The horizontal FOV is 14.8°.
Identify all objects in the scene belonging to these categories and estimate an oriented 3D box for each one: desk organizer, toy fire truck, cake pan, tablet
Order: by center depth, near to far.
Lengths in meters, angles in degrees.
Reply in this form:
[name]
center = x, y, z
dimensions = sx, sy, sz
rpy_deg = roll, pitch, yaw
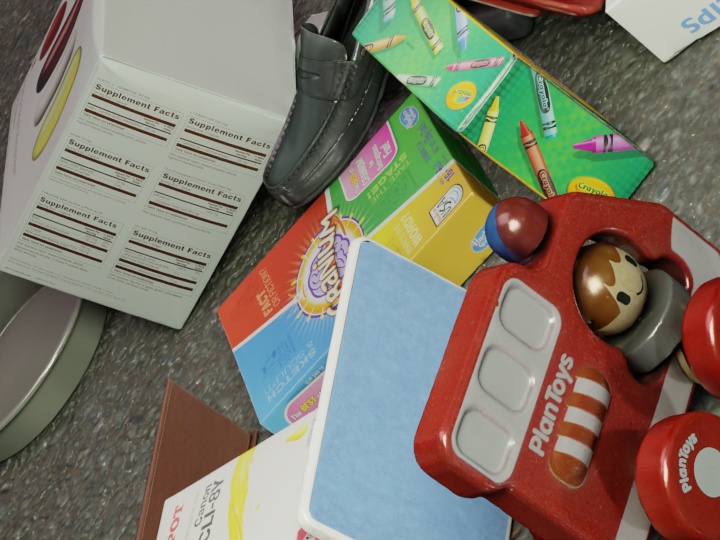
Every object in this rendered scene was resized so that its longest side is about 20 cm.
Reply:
[toy fire truck]
center = 0.118, 0.047, 1.401
dimensions = 0.112, 0.168, 0.201
rpy_deg = -14, 47, 50
[tablet]
center = 0.034, 0.084, 1.532
dimensions = 0.014, 0.130, 0.201
rpy_deg = -42, 28, 44
[desk organizer]
center = -0.126, 0.173, 1.731
dimensions = 0.072, 0.077, 0.201
rpy_deg = -31, 35, 35
[cake pan]
center = -0.260, 0.063, 2.098
dimensions = 0.200, 0.037, 0.201
rpy_deg = -37, 33, 29

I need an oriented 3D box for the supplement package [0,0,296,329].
[supplement package]
center = -0.152, -0.109, 1.953
dimensions = 0.192, 0.146, 0.200
rpy_deg = -94, 28, -50

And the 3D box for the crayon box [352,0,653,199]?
[crayon box]
center = 0.083, -0.106, 1.674
dimensions = 0.058, 0.119, 0.200
rpy_deg = -52, 28, 7

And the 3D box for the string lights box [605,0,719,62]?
[string lights box]
center = 0.206, -0.233, 1.690
dimensions = 0.103, 0.059, 0.201
rpy_deg = -32, 35, 33

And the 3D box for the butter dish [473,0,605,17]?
[butter dish]
center = 0.073, -0.255, 1.697
dimensions = 0.200, 0.198, 0.149
rpy_deg = -62, -13, -67

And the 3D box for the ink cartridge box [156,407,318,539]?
[ink cartridge box]
center = -0.036, 0.169, 1.582
dimensions = 0.200, 0.083, 0.146
rpy_deg = -33, 33, 39

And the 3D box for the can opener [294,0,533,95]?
[can opener]
center = 0.041, -0.159, 1.876
dimensions = 0.199, 0.067, 0.054
rpy_deg = -9, 62, 36

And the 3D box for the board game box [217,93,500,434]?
[board game box]
center = 0.000, 0.000, 1.768
dimensions = 0.200, 0.040, 0.153
rpy_deg = -48, 29, 12

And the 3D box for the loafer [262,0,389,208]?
[loafer]
center = -0.015, -0.138, 1.814
dimensions = 0.201, 0.070, 0.068
rpy_deg = -61, 32, 4
